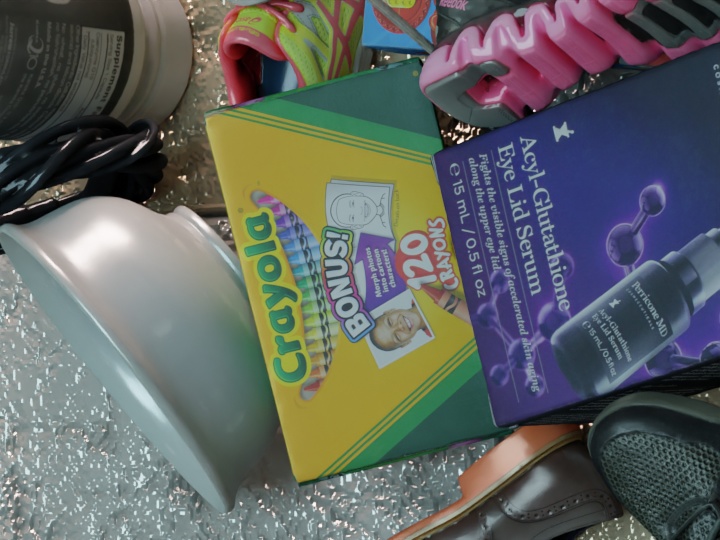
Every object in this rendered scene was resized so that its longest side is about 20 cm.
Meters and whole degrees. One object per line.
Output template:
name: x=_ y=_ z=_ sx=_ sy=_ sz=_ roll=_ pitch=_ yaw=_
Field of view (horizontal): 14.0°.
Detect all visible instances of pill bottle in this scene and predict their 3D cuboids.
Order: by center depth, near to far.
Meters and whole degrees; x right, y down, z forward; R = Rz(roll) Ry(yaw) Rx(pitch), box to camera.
pill bottle: x=-0.193 y=-0.129 z=1.634 sx=0.114 sy=0.200 sz=0.114 roll=0 pitch=89 yaw=37

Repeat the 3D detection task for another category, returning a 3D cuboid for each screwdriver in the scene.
screwdriver: x=0.034 y=-0.112 z=1.473 sx=0.028 sy=0.200 sz=0.029 roll=-49 pitch=53 yaw=4

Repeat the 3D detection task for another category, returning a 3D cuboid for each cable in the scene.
cable: x=-0.189 y=-0.037 z=1.656 sx=0.200 sy=0.163 sz=0.051 roll=-21 pitch=73 yaw=26

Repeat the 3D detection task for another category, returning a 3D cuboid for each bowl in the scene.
bowl: x=-0.103 y=0.029 z=1.602 sx=0.090 sy=0.201 sz=0.201 roll=-39 pitch=63 yaw=-10

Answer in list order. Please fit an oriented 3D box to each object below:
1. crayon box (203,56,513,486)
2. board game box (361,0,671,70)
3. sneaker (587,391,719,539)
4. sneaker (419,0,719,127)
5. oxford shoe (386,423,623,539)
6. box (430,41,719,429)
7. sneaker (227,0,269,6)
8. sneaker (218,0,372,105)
crayon box: x=0.000 y=0.000 z=1.528 sx=0.118 sy=0.058 sz=0.201 roll=-14 pitch=92 yaw=3
board game box: x=0.102 y=-0.206 z=1.506 sx=0.195 sy=0.056 sz=0.201 roll=7 pitch=94 yaw=36
sneaker: x=0.181 y=0.143 z=1.369 sx=0.199 sy=0.114 sz=0.076 roll=45 pitch=122 yaw=0
sneaker: x=0.116 y=-0.143 z=1.423 sx=0.199 sy=0.079 sz=0.096 roll=-17 pitch=54 yaw=27
oxford shoe: x=0.054 y=0.160 z=1.533 sx=0.200 sy=0.071 sz=0.073 roll=-45 pitch=71 yaw=28
box: x=0.154 y=-0.017 z=1.437 sx=0.200 sy=0.104 sz=0.149 roll=-22 pitch=77 yaw=35
sneaker: x=-0.036 y=-0.217 z=1.474 sx=0.202 sy=0.146 sz=0.077 roll=-25 pitch=48 yaw=29
sneaker: x=-0.035 y=-0.139 z=1.586 sx=0.078 sy=0.090 sz=0.201 roll=2 pitch=90 yaw=38
